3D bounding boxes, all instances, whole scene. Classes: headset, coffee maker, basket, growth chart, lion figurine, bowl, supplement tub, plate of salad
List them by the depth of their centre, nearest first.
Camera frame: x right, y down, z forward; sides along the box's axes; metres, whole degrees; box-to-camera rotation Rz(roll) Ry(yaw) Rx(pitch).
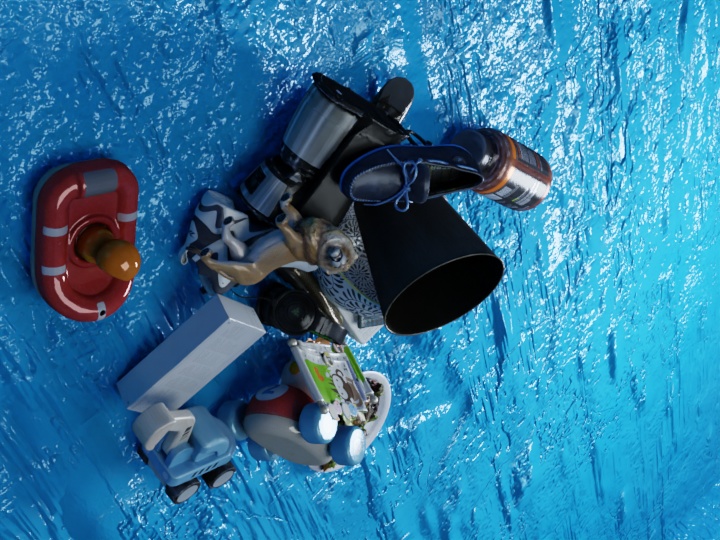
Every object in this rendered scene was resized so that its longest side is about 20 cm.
[{"bbox_3d":[-0.112,-0.024,1.524,0.200,0.072,0.123,-16,135,17],"label":"lion figurine"},{"bbox_3d":[-0.036,-0.131,1.577,0.200,0.192,0.135,-55,-175,16],"label":"coffee maker"},{"bbox_3d":[0.076,-0.037,1.633,0.180,0.200,0.136,-31,143,5],"label":"basket"},{"bbox_3d":[-0.102,0.043,1.698,0.200,0.123,0.094,28,83,-29],"label":"headset"},{"bbox_3d":[0.000,0.000,1.719,0.201,0.201,0.094,-5,150,-46],"label":"bowl"},{"bbox_3d":[-0.039,0.158,1.756,0.018,0.145,0.200,-37,163,19],"label":"growth chart"},{"bbox_3d":[0.221,-0.167,1.902,0.200,0.107,0.107,19,101,-52],"label":"supplement tub"},{"bbox_3d":[-0.015,0.263,2.007,0.200,0.048,0.200,-27,134,-32],"label":"plate of salad"}]

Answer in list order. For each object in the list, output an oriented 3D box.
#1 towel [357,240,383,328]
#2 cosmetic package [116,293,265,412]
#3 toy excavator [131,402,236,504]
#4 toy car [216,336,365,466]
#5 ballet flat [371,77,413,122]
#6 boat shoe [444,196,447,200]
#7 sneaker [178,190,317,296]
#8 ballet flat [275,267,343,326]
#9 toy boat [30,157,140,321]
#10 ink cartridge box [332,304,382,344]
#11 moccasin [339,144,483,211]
[{"bbox_3d":[0.059,-0.014,1.842,0.147,0.022,0.200,-7,111,-34],"label":"towel"},{"bbox_3d":[-0.231,0.118,1.601,0.200,0.051,0.083,-40,148,16],"label":"cosmetic package"},{"bbox_3d":[-0.246,0.231,1.631,0.194,0.100,0.200,-18,148,-42],"label":"toy excavator"},{"bbox_3d":[-0.090,0.183,1.804,0.177,0.184,0.200,45,50,-49],"label":"toy car"},{"bbox_3d":[0.008,-0.190,1.683,0.200,0.067,0.046,-56,-175,-5],"label":"ballet flat"},{"bbox_3d":[0.090,-0.026,1.802,0.072,0.068,0.200,29,88,-39],"label":"boat shoe"},{"bbox_3d":[-0.159,-0.013,1.601,0.199,0.079,0.130,25,105,-41],"label":"sneaker"},{"bbox_3d":[-0.068,0.033,1.768,0.046,0.067,0.200,-54,139,-17],"label":"ballet flat"},{"bbox_3d":[-0.308,-0.026,1.394,0.130,0.131,0.200,-17,128,-40],"label":"toy boat"},{"bbox_3d":[0.004,-0.007,1.846,0.161,0.050,0.200,-44,123,-16],"label":"ink cartridge box"},{"bbox_3d":[0.072,-0.125,1.531,0.200,0.068,0.081,-16,132,-23],"label":"moccasin"}]
